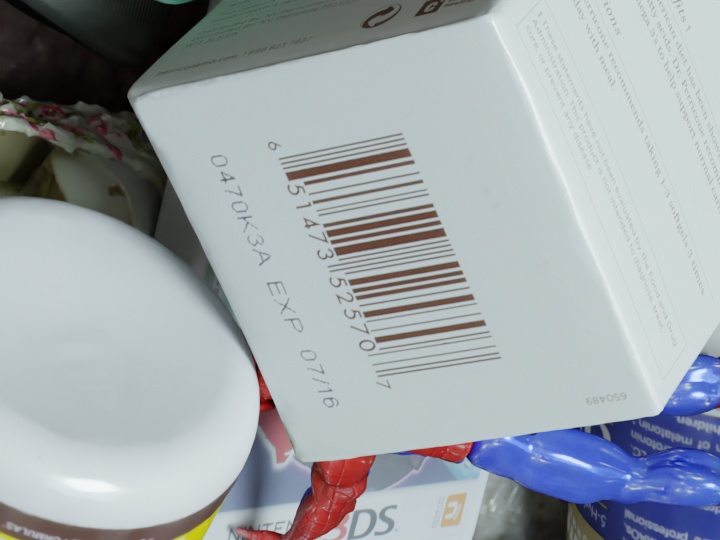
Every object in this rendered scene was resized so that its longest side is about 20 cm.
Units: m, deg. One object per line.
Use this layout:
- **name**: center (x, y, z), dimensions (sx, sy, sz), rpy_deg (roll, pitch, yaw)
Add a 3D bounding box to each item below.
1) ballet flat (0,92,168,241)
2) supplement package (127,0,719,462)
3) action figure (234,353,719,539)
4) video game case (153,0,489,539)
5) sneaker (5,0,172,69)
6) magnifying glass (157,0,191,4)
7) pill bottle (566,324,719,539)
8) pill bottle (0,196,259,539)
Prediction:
- **ballet flat**: center (-0.112, -0.017, 0.853), dimensions (0.199, 0.064, 0.076), rpy_deg (11, 112, -37)
- **supplement package**: center (0.049, -0.054, 0.820), dimensions (0.200, 0.117, 0.117), rpy_deg (-49, 120, -48)
- **action figure**: center (0.038, 0.055, 0.908), dimensions (0.199, 0.099, 0.066), rpy_deg (10, 63, -18)
- **video game case**: center (0.000, 0.000, 0.933), dimensions (0.182, 0.023, 0.201), rpy_deg (-3, 110, -52)
- **sneaker**: center (-0.103, -0.146, 0.803), dimensions (0.199, 0.076, 0.115), rpy_deg (32, 87, -42)
- **magnifying glass**: center (-0.016, -0.130, 0.842), dimensions (0.200, 0.022, 0.080), rpy_deg (-40, 148, -55)
- **pill bottle**: center (0.130, 0.071, 1.019), dimensions (0.119, 0.120, 0.201), rpy_deg (-16, 122, -29)
- **pill bottle**: center (-0.110, 0.083, 0.832), dimensions (0.109, 0.110, 0.200), rpy_deg (-2, 138, -34)
